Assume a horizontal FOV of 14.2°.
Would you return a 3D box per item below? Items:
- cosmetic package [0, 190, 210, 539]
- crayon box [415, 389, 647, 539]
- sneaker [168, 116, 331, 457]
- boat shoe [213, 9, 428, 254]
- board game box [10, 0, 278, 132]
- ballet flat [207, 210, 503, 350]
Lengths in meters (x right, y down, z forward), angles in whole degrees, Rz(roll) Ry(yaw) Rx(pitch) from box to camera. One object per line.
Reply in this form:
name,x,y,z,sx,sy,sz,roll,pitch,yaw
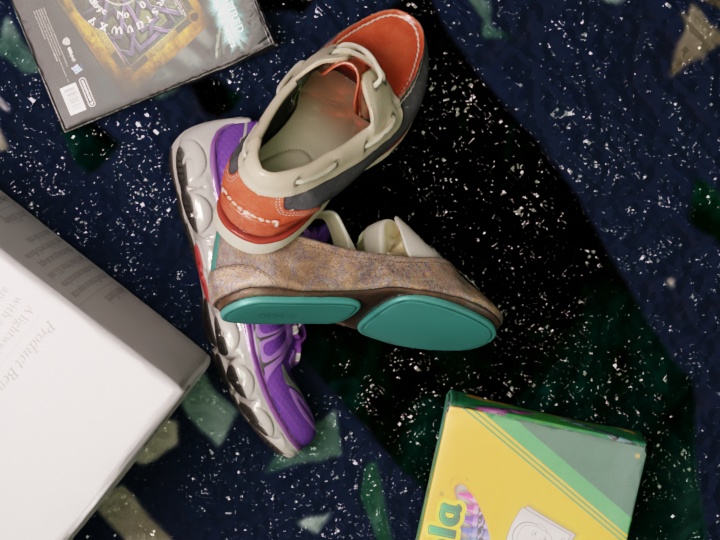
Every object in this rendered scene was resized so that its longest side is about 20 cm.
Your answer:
cosmetic package,-0.216,0.060,1.627,0.200,0.165,0.165,39,96,-2
crayon box,0.087,0.180,1.682,0.119,0.058,0.200,12,96,0
sneaker,-0.051,0.009,1.664,0.083,0.081,0.200,-13,99,-9
boat shoe,-0.015,-0.089,1.601,0.071,0.200,0.063,31,139,10
board game box,-0.146,-0.197,1.666,0.135,0.028,0.200,-21,94,4
ballet flat,0.000,0.000,1.634,0.068,0.200,0.067,-29,61,43
